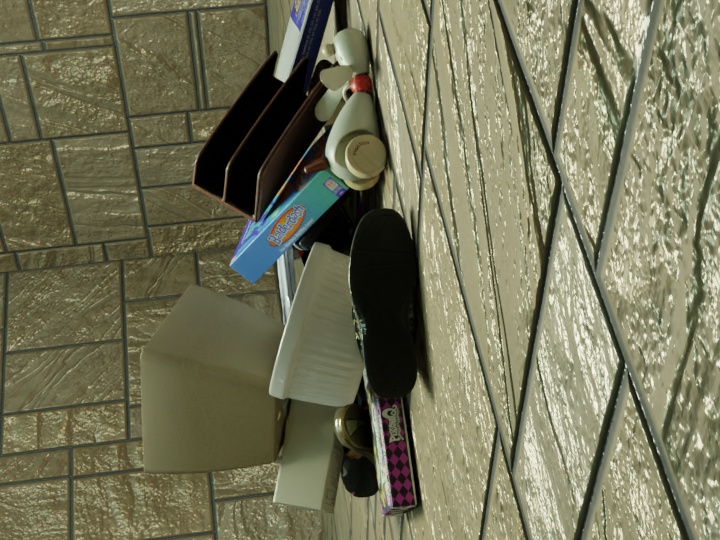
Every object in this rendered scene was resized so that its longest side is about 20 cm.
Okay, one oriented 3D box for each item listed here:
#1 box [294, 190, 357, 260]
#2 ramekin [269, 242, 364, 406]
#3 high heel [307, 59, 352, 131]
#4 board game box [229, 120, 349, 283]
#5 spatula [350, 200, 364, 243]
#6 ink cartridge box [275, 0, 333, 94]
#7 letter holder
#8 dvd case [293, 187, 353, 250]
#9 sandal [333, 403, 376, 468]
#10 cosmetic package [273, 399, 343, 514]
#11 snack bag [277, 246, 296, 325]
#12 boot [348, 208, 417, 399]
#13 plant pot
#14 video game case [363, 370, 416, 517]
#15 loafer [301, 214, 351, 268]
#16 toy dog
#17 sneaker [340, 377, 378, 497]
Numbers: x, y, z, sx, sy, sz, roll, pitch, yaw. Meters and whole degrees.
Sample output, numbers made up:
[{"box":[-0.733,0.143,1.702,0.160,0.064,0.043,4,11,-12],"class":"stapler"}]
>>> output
[{"box":[-0.061,-0.090,1.926,0.200,0.110,0.035,92,170,-55],"class":"box"},{"box":[-0.035,0.074,1.612,0.200,0.105,0.201,16,-90,-89],"class":"ramekin"},{"box":[-0.052,-0.269,1.837,0.200,0.071,0.143,83,176,-71],"class":"high heel"},{"box":[-0.082,-0.094,1.693,0.200,0.045,0.152,-43,17,29],"class":"board game box"},{"box":[0.000,0.000,1.855,0.057,0.021,0.200,-105,10,-61],"class":"spatula"},{"box":[-0.074,-0.341,1.841,0.200,0.047,0.198,-113,39,-67],"class":"ink cartridge box"},{"box":[-0.119,-0.188,1.655,0.200,0.100,0.142,-58,-5,-25],"class":"letter holder"},{"box":[-0.040,-0.088,1.737,0.143,0.018,0.200,-53,5,-3],"class":"dvd case"},{"box":[-0.005,0.228,1.775,0.200,0.054,0.080,43,-141,-63],"class":"sandal"},{"box":[-0.062,0.232,1.806,0.104,0.073,0.200,62,-142,-73],"class":"cosmetic package"},{"box":[-0.106,0.005,1.875,0.189,0.021,0.200,95,168,-63],"class":"snack bag"},{"box":[0.022,0.032,1.447,0.154,0.073,0.204,-136,41,-85],"class":"boot"},{"box":[-0.183,0.162,1.792,0.200,0.177,0.200,-63,-20,-59],"class":"plant pot"},{"box":[0.036,0.210,1.659,0.181,0.036,0.200,102,161,-76],"class":"video game case"},{"box":[-0.049,-0.030,1.835,0.200,0.071,0.073,-109,17,-72],"class":"loafer"},{"box":[-0.028,-0.185,1.565,0.132,0.096,0.200,93,169,-57],"class":"toy dog"},{"box":[-0.006,0.228,1.908,0.086,0.080,0.200,-3,-88,-85],"class":"sneaker"}]
